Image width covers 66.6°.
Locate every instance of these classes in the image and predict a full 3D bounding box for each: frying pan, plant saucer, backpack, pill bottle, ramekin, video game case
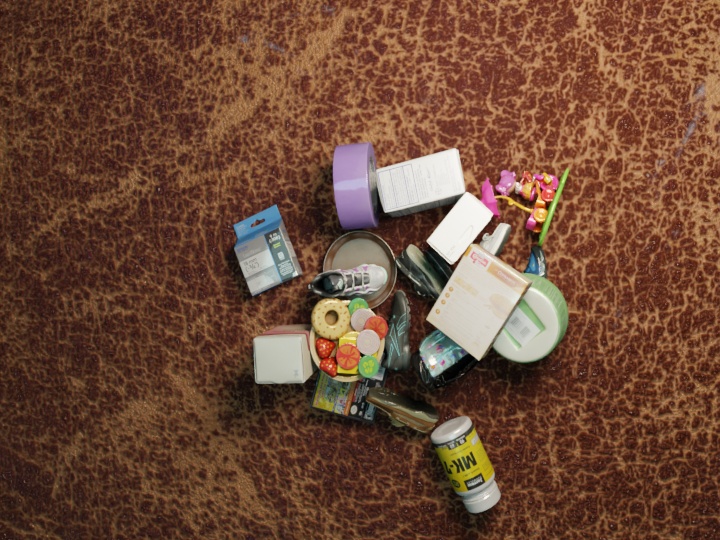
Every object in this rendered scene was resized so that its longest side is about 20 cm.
[{"bbox_3d":[0.216,0.016,1.332,0.031,0.115,0.191,-38,51,1],"label":"frying pan"},{"bbox_3d":[0.000,0.000,1.432,0.194,0.034,0.207,0,92,11],"label":"plant saucer"},{"bbox_3d":[0.221,0.195,1.342,0.198,0.167,0.128,-36,81,3],"label":"backpack"},{"bbox_3d":[0.264,0.481,1.362,0.112,0.114,0.204,-26,88,10],"label":"pill bottle"},{"bbox_3d":[0.379,0.115,1.278,0.194,0.097,0.207,5,101,24],"label":"ramekin"},{"bbox_3d":[-0.024,0.281,1.430,0.175,0.026,0.206,15,95,-5],"label":"video game case"}]

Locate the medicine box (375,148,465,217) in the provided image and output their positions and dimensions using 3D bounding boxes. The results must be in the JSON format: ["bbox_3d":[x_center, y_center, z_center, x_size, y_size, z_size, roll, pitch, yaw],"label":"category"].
[{"bbox_3d":[0.148,-0.204,1.323,0.194,0.182,0.106,-12,90,10],"label":"medicine box"}]

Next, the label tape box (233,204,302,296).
[{"bbox_3d":[-0.257,-0.055,1.460,0.141,0.063,0.205,-22,89,9],"label":"label tape box"}]

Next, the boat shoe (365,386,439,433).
[{"bbox_3d":[0.103,0.364,1.400,0.195,0.076,0.076,21,105,0],"label":"boat shoe"}]

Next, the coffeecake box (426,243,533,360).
[{"bbox_3d":[0.265,0.068,1.228,0.152,0.073,0.203,36,107,21],"label":"coffeecake box"}]

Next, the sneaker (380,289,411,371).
[{"bbox_3d":[0.088,0.152,1.388,0.077,0.075,0.207,0,84,-2],"label":"sneaker"}]

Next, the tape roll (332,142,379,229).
[{"bbox_3d":[-0.007,-0.206,1.342,0.082,0.200,0.207,-3,92,10],"label":"tape roll"}]

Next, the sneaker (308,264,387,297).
[{"bbox_3d":[-0.034,0.032,1.351,0.194,0.140,0.080,-12,90,10],"label":"sneaker"}]

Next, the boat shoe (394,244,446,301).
[{"bbox_3d":[0.167,0.031,1.389,0.067,0.072,0.201,-38,94,26],"label":"boat shoe"}]

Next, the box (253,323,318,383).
[{"bbox_3d":[-0.178,0.206,1.386,0.124,0.200,0.113,-3,93,9],"label":"box"}]

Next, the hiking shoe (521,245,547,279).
[{"bbox_3d":[0.405,0.040,1.341,0.084,0.074,0.207,7,93,9],"label":"hiking shoe"}]

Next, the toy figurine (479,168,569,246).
[{"bbox_3d":[0.384,-0.184,1.322,0.180,0.151,0.204,22,74,17],"label":"toy figurine"}]

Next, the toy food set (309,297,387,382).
[{"bbox_3d":[-0.029,0.169,1.348,0.191,0.049,0.207,4,80,-9],"label":"toy food set"}]

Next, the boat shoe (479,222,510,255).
[{"bbox_3d":[0.294,-0.037,1.340,0.064,0.074,0.204,40,124,15],"label":"boat shoe"}]

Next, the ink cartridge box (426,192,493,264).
[{"bbox_3d":[0.235,-0.098,1.302,0.082,0.200,0.147,40,98,6],"label":"ink cartridge box"}]
